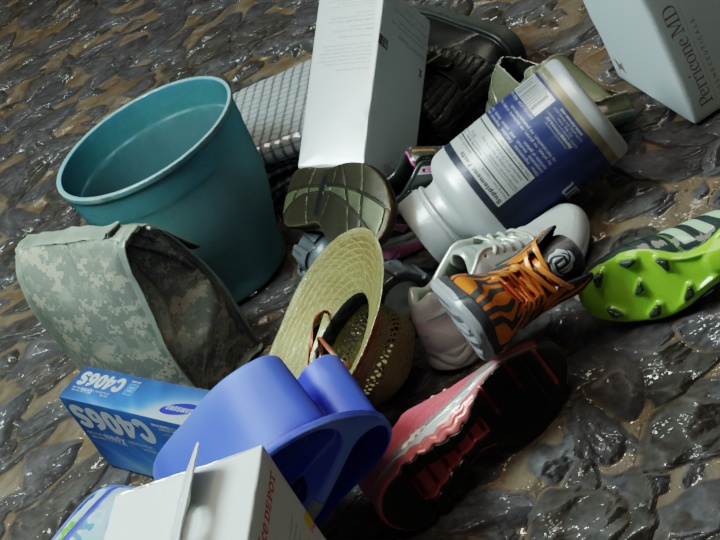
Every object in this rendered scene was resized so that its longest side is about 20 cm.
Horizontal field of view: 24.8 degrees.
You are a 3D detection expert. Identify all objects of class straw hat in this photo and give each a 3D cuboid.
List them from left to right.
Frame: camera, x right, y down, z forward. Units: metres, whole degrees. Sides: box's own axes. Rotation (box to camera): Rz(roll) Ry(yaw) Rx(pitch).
[{"bbox_3d":[-0.002,0.070,1.419,0.201,0.085,0.201,-47,30,37],"label":"straw hat"}]

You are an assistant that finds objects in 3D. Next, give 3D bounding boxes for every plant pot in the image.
[{"bbox_3d":[-0.177,-0.065,1.680,0.200,0.188,0.200,-22,32,14],"label":"plant pot"}]

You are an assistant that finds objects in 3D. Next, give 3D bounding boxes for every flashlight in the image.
[{"bbox_3d":[0.000,0.000,1.548,0.068,0.068,0.200,-21,26,-17],"label":"flashlight"}]

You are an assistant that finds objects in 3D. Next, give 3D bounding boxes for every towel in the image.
[{"bbox_3d":[-0.075,-0.153,1.831,0.165,0.086,0.200,-20,30,14],"label":"towel"}]

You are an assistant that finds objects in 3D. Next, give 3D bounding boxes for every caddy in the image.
[{"bbox_3d":[-0.065,0.153,1.247,0.200,0.141,0.105,-50,58,31],"label":"caddy"}]

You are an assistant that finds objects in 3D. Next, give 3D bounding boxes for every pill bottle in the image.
[{"bbox_3d":[0.136,-0.091,1.504,0.200,0.111,0.111,-39,29,10],"label":"pill bottle"}]

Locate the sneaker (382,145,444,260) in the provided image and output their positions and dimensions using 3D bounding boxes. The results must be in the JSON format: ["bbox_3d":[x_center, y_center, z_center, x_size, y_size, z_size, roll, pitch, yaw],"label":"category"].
[{"bbox_3d":[0.082,-0.088,1.587,0.200,0.086,0.080,-30,32,-1],"label":"sneaker"}]

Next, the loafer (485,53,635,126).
[{"bbox_3d":[0.190,-0.176,1.619,0.075,0.070,0.200,-18,20,-32],"label":"loafer"}]

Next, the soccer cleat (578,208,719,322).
[{"bbox_3d":[0.274,-0.013,1.338,0.200,0.068,0.081,-23,6,21],"label":"soccer cleat"}]

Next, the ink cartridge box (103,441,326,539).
[{"bbox_3d":[-0.095,0.231,1.151,0.125,0.200,0.129,-20,31,17],"label":"ink cartridge box"}]

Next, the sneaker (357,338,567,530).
[{"bbox_3d":[0.074,0.115,1.303,0.200,0.074,0.087,-39,29,-13],"label":"sneaker"}]

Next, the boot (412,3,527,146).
[{"bbox_3d":[0.063,-0.215,1.800,0.158,0.079,0.211,-43,33,-21],"label":"boot"}]

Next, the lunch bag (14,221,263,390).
[{"bbox_3d":[-0.218,0.030,1.562,0.164,0.200,0.118,-3,40,40],"label":"lunch bag"}]

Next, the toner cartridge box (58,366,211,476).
[{"bbox_3d":[-0.178,0.143,1.463,0.200,0.095,0.043,5,46,46],"label":"toner cartridge box"}]

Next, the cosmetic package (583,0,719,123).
[{"bbox_3d":[0.334,-0.280,1.569,0.200,0.167,0.166,-33,31,-3],"label":"cosmetic package"}]

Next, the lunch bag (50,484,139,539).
[{"bbox_3d":[-0.210,0.266,1.325,0.161,0.083,0.200,2,42,47],"label":"lunch bag"}]

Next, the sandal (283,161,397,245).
[{"bbox_3d":[-0.012,-0.057,1.549,0.200,0.055,0.082,6,80,62],"label":"sandal"}]

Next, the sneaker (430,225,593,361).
[{"bbox_3d":[0.122,0.009,1.292,0.112,0.078,0.200,-35,-2,6],"label":"sneaker"}]

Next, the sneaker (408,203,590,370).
[{"bbox_3d":[0.124,-0.002,1.429,0.200,0.080,0.070,-41,30,-21],"label":"sneaker"}]

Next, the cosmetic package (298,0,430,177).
[{"bbox_3d":[0.005,-0.179,1.663,0.081,0.113,0.200,-3,74,28],"label":"cosmetic package"}]
